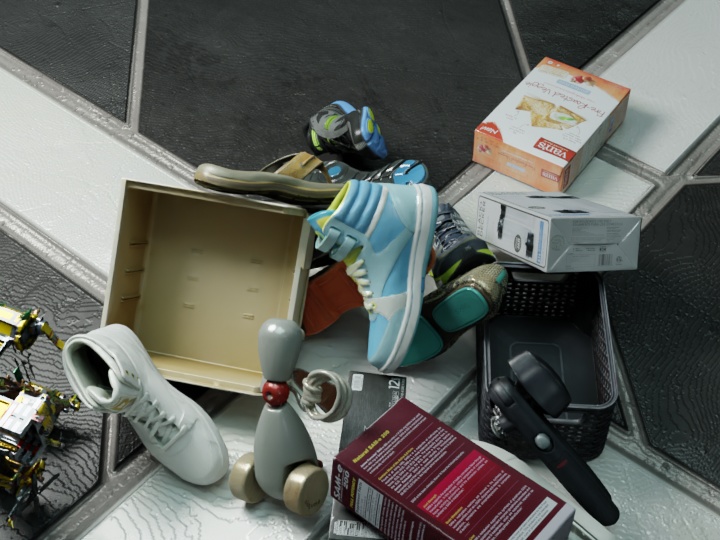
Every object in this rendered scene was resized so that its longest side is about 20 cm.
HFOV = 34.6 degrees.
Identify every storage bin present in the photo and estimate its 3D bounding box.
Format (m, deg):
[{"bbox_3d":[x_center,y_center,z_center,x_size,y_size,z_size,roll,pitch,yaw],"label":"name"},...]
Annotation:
[{"bbox_3d":[-0.162,0.017,1.243,0.197,0.201,0.094,10,3,9],"label":"storage bin"},{"bbox_3d":[0.197,0.095,1.250,0.134,0.094,0.201,2,47,2],"label":"storage bin"}]

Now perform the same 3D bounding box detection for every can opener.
[{"bbox_3d":[0.191,0.174,1.126,0.078,0.200,0.063,-32,13,16],"label":"can opener"}]

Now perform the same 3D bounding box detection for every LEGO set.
[{"bbox_3d":[-0.319,0.140,1.133,0.115,0.201,0.154,18,43,13],"label":"LEGO set"}]

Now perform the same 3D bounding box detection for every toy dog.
[{"bbox_3d":[-0.062,0.147,1.151,0.132,0.201,0.096,32,25,24],"label":"toy dog"}]

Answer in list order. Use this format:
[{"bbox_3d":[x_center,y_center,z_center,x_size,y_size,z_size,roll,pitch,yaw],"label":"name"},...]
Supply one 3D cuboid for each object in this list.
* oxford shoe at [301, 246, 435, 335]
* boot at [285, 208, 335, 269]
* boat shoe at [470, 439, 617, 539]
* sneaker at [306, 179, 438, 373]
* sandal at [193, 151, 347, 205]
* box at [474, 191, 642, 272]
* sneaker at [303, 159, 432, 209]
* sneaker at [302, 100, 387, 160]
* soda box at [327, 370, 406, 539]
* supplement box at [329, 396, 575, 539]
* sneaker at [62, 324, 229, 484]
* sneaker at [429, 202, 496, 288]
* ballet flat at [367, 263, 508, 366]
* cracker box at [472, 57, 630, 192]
[{"bbox_3d":[-0.003,0.003,1.301,0.199,0.071,0.073,-23,19,23],"label":"oxford shoe"},{"bbox_3d":[-0.063,-0.030,1.368,0.150,0.199,0.074,-9,80,-50],"label":"boot"},{"bbox_3d":[0.158,0.239,1.127,0.200,0.071,0.064,33,53,25],"label":"boat shoe"},{"bbox_3d":[0.000,0.000,1.197,0.130,0.080,0.201,11,87,-14],"label":"sneaker"},{"bbox_3d":[-0.079,-0.102,1.227,0.199,0.080,0.054,7,85,-27],"label":"sandal"},{"bbox_3d":[0.221,-0.048,1.330,0.116,0.060,0.200,-1,12,-16],"label":"box"},{"bbox_3d":[0.001,-0.087,1.442,0.199,0.082,0.073,4,51,31],"label":"sneaker"},{"bbox_3d":[-0.023,-0.171,1.490,0.082,0.071,0.200,-27,21,-11],"label":"sneaker"},{"bbox_3d":[0.007,0.201,1.160,0.063,0.071,0.201,7,47,1],"label":"soda box"},{"bbox_3d":[0.081,0.211,1.055,0.200,0.061,0.109,32,46,27],"label":"supplement box"},{"bbox_3d":[-0.220,0.142,1.150,0.074,0.116,0.200,-44,83,9],"label":"sneaker"},{"bbox_3d":[0.096,-0.032,1.310,0.074,0.081,0.200,-28,8,-5],"label":"sneaker"},{"bbox_3d":[0.090,0.047,1.253,0.068,0.200,0.075,51,45,-4],"label":"ballet flat"},{"bbox_3d":[0.257,-0.196,1.552,0.134,0.058,0.200,26,52,23],"label":"cracker box"}]
